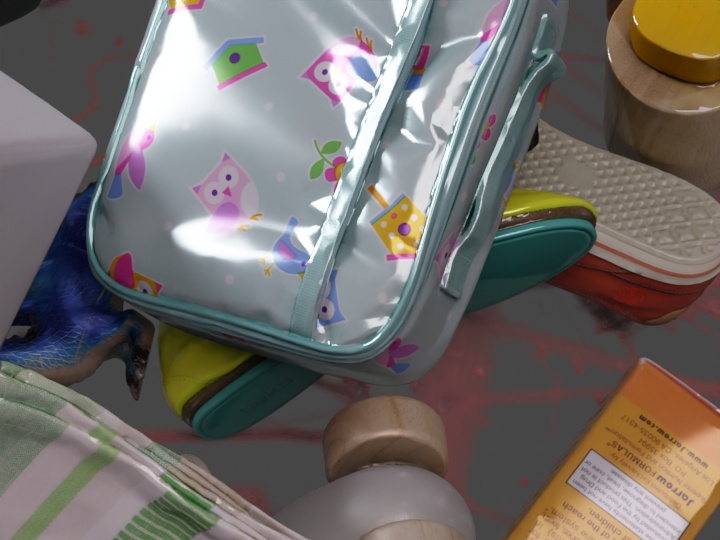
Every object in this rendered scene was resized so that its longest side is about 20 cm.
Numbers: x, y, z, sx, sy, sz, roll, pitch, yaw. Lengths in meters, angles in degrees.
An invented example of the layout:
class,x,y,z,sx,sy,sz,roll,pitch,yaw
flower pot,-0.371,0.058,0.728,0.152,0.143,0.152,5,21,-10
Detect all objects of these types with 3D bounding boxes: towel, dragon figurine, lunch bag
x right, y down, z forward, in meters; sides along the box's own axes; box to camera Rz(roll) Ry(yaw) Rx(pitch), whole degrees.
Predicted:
class,x,y,z,sx,sy,sz,roll,pitch,yaw
towel,-0.083,0.129,0.949,0.200,0.153,0.023,33,35,-12
dragon figurine,-0.132,-0.004,1.086,0.099,0.059,0.200,13,72,-5
lunch bag,-0.009,-0.062,1.008,0.160,0.077,0.200,16,84,28

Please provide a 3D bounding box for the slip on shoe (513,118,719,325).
class,x,y,z,sx,sy,sz,roll,pitch,yaw
slip on shoe,0.065,-0.034,1.127,0.200,0.061,0.074,26,47,12

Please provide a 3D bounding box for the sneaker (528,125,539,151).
class,x,y,z,sx,sy,sz,roll,pitch,yaw
sneaker,0.006,-0.105,1.113,0.115,0.076,0.200,-14,36,-2

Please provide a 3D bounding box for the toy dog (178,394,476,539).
class,x,y,z,sx,sy,sz,roll,pitch,yaw
toy dog,-0.017,0.135,1.023,0.096,0.200,0.132,38,50,-32

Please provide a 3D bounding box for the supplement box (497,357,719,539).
class,x,y,z,sx,sy,sz,roll,pitch,yaw
supplement box,0.080,0.135,1.070,0.069,0.067,0.200,36,69,4

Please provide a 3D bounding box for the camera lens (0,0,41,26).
class,x,y,z,sx,sy,sz,roll,pitch,yaw
camera lens,-0.194,-0.208,1.090,0.160,0.160,0.200,-34,80,-18

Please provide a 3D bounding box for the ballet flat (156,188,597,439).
class,x,y,z,sx,sy,sz,roll,pitch,yaw
ballet flat,0.000,0.000,1.078,0.200,0.067,0.067,-28,61,10

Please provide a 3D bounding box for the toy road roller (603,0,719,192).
class,x,y,z,sx,sy,sz,roll,pitch,yaw
toy road roller,0.135,-0.148,1.150,0.146,0.123,0.200,23,68,14

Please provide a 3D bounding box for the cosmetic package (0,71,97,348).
class,x,y,z,sx,sy,sz,roll,pitch,yaw
cosmetic package,-0.238,-0.015,0.947,0.165,0.200,0.165,34,109,20
